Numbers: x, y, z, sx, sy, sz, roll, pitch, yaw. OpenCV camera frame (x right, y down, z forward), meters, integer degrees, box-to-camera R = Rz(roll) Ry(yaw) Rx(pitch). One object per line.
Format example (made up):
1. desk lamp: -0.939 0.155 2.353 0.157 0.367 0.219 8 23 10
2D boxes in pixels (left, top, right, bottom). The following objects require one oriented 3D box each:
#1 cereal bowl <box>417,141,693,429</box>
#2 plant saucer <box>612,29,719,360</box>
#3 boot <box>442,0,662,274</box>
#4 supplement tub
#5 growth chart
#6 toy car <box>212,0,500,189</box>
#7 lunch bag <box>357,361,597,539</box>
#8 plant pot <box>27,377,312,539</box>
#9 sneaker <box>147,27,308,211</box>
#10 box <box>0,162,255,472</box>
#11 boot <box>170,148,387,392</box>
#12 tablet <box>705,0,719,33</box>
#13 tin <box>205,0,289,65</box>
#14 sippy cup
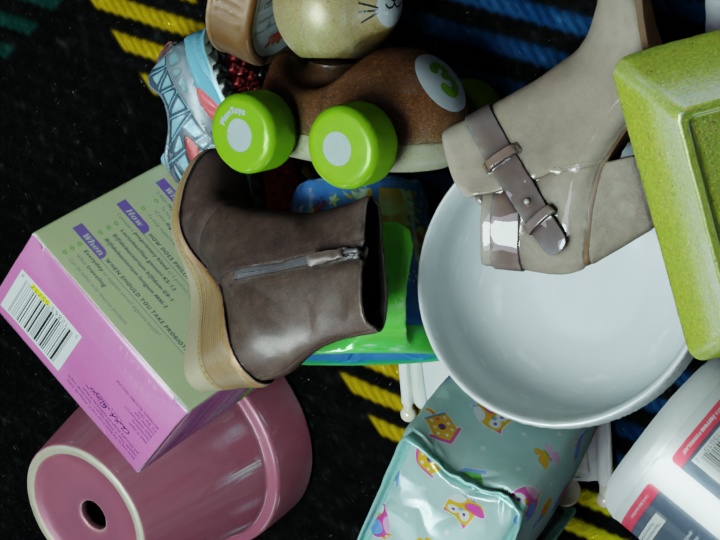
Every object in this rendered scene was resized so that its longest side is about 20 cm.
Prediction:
1. cereal bowl: 0.144 0.007 1.151 0.200 0.083 0.200 -3 82 24
2. plant saucer: 0.268 -0.052 1.009 0.199 0.048 0.200 -15 105 12
3. boot: 0.123 -0.099 1.089 0.146 0.070 0.200 -13 80 19
4. supplement tub: 0.273 0.161 1.117 0.200 0.140 0.140 40 132 15
5. growth chart: 0.105 0.097 1.300 0.200 0.018 0.145 19 124 29
6. toy car: 0.001 -0.170 1.154 0.158 0.164 0.200 10 107 34
7. lunch bag: 0.081 0.166 1.227 0.122 0.170 0.200 29 130 14
8. plant pot: -0.171 0.161 1.441 0.200 0.179 0.200 18 122 31
9. sneaker: -0.103 -0.084 1.325 0.095 0.079 0.200 -15 94 35
10. box: -0.146 0.024 1.332 0.176 0.200 0.097 48 134 7
11. boot: -0.050 -0.019 1.183 0.166 0.072 0.200 -23 55 33
12. tablet: 0.273 -0.093 1.069 0.130 0.014 0.200 13 120 33
13. tin: -0.054 -0.233 1.183 0.042 0.112 0.200 30 129 22
14. sippy cup: 0.000 0.000 1.246 0.178 0.140 0.131 -7 82 43
